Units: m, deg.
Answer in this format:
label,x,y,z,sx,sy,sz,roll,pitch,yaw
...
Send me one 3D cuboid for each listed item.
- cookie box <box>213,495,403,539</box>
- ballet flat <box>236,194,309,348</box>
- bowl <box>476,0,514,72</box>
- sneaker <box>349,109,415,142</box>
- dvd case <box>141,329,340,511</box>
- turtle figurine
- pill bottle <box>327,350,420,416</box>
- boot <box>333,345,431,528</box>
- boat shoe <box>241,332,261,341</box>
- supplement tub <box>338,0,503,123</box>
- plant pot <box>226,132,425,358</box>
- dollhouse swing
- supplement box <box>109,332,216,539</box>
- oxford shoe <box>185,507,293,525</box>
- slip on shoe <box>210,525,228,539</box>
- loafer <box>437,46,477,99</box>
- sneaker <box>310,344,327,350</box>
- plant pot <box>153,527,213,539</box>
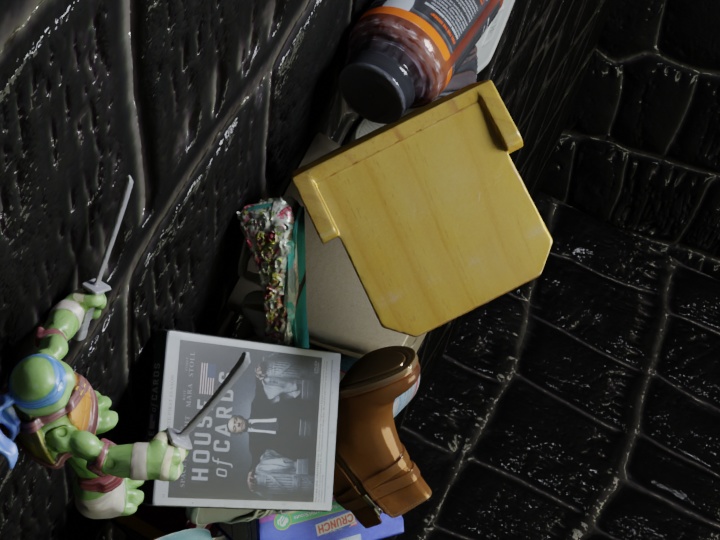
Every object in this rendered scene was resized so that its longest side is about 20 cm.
label,x,y,z,sx,sy,sz,roll,pitch,yaw
cookie box,-0.069,0.250,1.474,0.200,0.170,0.076,18,-64,63
ballet flat,-0.082,0.014,1.247,0.076,0.064,0.201,-74,166,-55
bowl,0.123,-0.299,1.546,0.200,0.074,0.200,-43,157,-59
sneaker,0.035,-0.134,1.527,0.106,0.075,0.200,-44,169,36
dvd case,-0.102,0.138,1.190,0.199,0.025,0.151,11,79,-42
turtle figurine,-0.161,0.084,0.902,0.200,0.144,0.194,-54,171,-25
pill bottle,-0.018,0.145,1.483,0.200,0.108,0.109,-36,152,-58
boot,0.020,0.171,1.308,0.200,0.155,0.077,-33,-170,32
boat shoe,-0.116,0.129,1.434,0.063,0.071,0.200,-37,159,-44
supplement tub,0.056,-0.230,1.280,0.200,0.107,0.107,-56,168,-35
plant pot,0.000,0.000,1.398,0.201,0.176,0.200,-63,170,-4
dollhouse swing,0.063,-0.055,1.234,0.199,0.176,0.182,-27,-173,1
supplement box,-0.161,0.176,1.298,0.200,0.085,0.110,-60,169,-18
oxford shoe,-0.100,0.207,1.258,0.075,0.058,0.200,-65,158,7
slip on shoe,-0.184,0.318,1.599,0.200,0.076,0.061,-36,146,-84
loafer,0.063,-0.215,1.416,0.200,0.072,0.063,-11,119,-54
sneaker,-0.044,0.043,1.594,0.201,0.074,0.079,-66,175,15
plant pot,-0.194,0.341,1.184,0.200,0.135,0.200,-27,161,-10
